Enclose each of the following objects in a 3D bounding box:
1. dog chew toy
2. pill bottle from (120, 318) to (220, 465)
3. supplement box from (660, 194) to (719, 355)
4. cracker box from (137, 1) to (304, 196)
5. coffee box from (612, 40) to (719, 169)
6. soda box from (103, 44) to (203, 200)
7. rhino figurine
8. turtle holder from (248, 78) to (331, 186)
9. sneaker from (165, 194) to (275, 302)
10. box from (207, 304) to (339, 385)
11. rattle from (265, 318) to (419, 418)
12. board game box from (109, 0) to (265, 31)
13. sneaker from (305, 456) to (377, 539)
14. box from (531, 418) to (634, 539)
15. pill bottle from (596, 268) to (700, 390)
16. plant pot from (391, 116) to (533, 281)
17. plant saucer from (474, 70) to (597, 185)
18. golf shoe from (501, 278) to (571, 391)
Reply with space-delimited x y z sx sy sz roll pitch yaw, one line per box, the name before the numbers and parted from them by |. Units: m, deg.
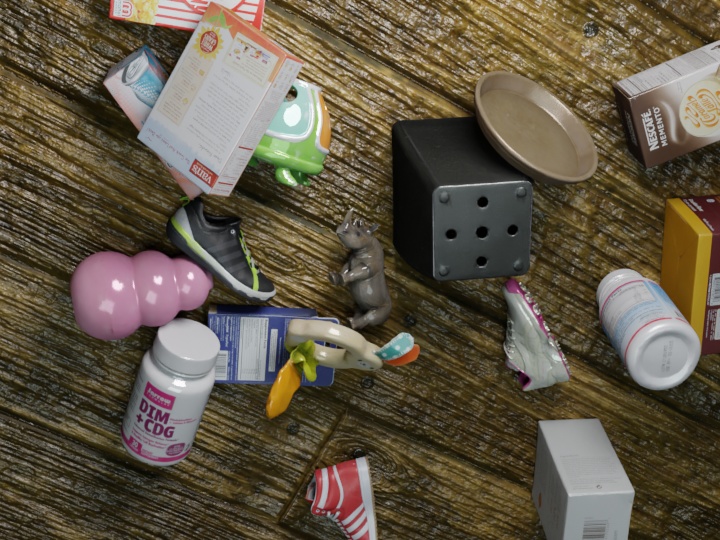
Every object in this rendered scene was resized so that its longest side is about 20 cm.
dog chew toy | -0.308 0.027 1.512 0.196 0.125 0.127 -10 117 -10
pill bottle | -0.280 0.179 1.575 0.111 0.114 0.202 15 119 -13
supplement box | 0.565 0.000 1.580 0.196 0.133 0.201 -5 116 -4
cracker box | -0.178 -0.214 1.342 0.133 0.058 0.202 37 103 19
coffee box | 0.467 -0.237 1.486 0.197 0.080 0.116 -22 116 5
soda box | -0.259 -0.199 1.437 0.068 0.064 0.201 -31 115 9
rhino figurine | 0.000 0.000 1.557 0.086 0.060 0.203 -22 119 -26
turtle holder | -0.124 -0.199 1.426 0.183 0.140 0.134 23 99 26
sneaker | -0.186 -0.032 1.519 0.199 0.072 0.083 38 98 -25
box | -0.135 0.115 1.616 0.196 0.033 0.123 3 115 -7
rattle | -0.022 0.151 1.530 0.196 0.144 0.131 16 139 -2
board game box | -0.215 -0.387 1.360 0.196 0.046 0.154 6 115 -9
sneaker | -0.030 0.405 1.744 0.110 0.071 0.204 -8 109 -6
box | 0.348 0.354 1.688 0.104 0.201 0.155 -2 116 -4
pill bottle | 0.414 0.079 1.564 0.107 0.201 0.111 -2 116 -4
plant pot | 0.152 -0.089 1.470 0.195 0.178 0.203 -4 115 -5
plant saucer | 0.232 -0.188 1.427 0.197 0.202 0.030 24 132 -17
golf shoe | 0.251 0.106 1.632 0.090 0.076 0.202 -26 114 10
